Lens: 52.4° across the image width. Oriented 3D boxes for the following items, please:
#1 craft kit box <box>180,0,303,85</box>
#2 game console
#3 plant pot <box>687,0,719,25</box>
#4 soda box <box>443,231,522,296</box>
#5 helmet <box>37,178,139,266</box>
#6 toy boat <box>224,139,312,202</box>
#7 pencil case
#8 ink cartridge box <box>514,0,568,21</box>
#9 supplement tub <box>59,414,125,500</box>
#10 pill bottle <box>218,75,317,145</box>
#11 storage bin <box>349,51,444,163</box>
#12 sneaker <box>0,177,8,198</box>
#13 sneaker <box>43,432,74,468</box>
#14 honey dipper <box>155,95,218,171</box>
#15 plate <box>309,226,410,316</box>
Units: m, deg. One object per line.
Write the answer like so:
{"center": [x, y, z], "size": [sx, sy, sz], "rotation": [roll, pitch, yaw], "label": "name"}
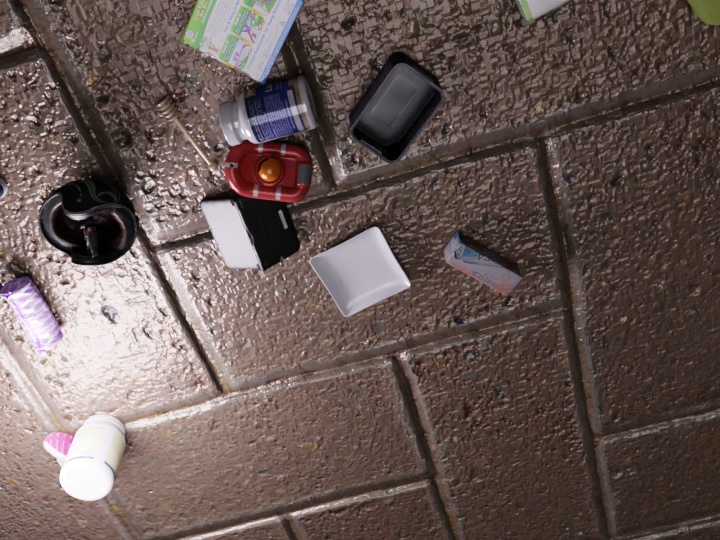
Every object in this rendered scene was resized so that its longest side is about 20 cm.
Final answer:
{"center": [-0.247, -0.524, 1.527], "size": [0.196, 0.049, 0.201], "rotation": [24, 117, -19], "label": "craft kit box"}
{"center": [-0.267, -0.111, 1.787], "size": [0.175, 0.116, 0.202], "rotation": [-31, 123, -19], "label": "game console"}
{"center": [0.708, -0.603, 1.459], "size": [0.199, 0.201, 0.190], "rotation": [-34, 130, 17], "label": "plant pot"}
{"center": [0.308, -0.016, 1.845], "size": [0.198, 0.064, 0.069], "rotation": [27, 117, -18], "label": "soda box"}
{"center": [-0.619, -0.115, 1.667], "size": [0.199, 0.190, 0.203], "rotation": [-24, 129, -34], "label": "helmet"}
{"center": [-0.205, -0.225, 1.640], "size": [0.197, 0.131, 0.133], "rotation": [5, 94, -7], "label": "toy boat"}
{"center": [-0.831, 0.110, 1.853], "size": [0.083, 0.086, 0.202], "rotation": [-15, 121, 9], "label": "pencil case"}
{"center": [0.395, -0.624, 1.479], "size": [0.198, 0.076, 0.149], "rotation": [-26, 118, 11], "label": "ink cartridge box"}
{"center": [-0.735, 0.514, 2.031], "size": [0.143, 0.201, 0.147], "rotation": [-1, 121, -2], "label": "supplement tub"}
{"center": [-0.200, -0.343, 1.594], "size": [0.197, 0.116, 0.117], "rotation": [-14, 121, 5], "label": "pill bottle"}
{"center": [0.077, -0.357, 1.613], "size": [0.134, 0.094, 0.201], "rotation": [30, 116, -19], "label": "storage bin"}
{"center": [-0.921, -0.160, 1.672], "size": [0.197, 0.109, 0.071], "rotation": [-10, 121, 4], "label": "sneaker"}
{"center": [-0.838, 0.548, 2.116], "size": [0.088, 0.082, 0.200], "rotation": [-38, 115, 17], "label": "sneaker"}
{"center": [-0.388, -0.303, 1.656], "size": [0.038, 0.038, 0.201], "rotation": [-27, 120, 13], "label": "honey dipper"}
{"center": [0.000, 0.000, 1.857], "size": [0.198, 0.032, 0.201], "rotation": [-25, 119, 13], "label": "plate"}
